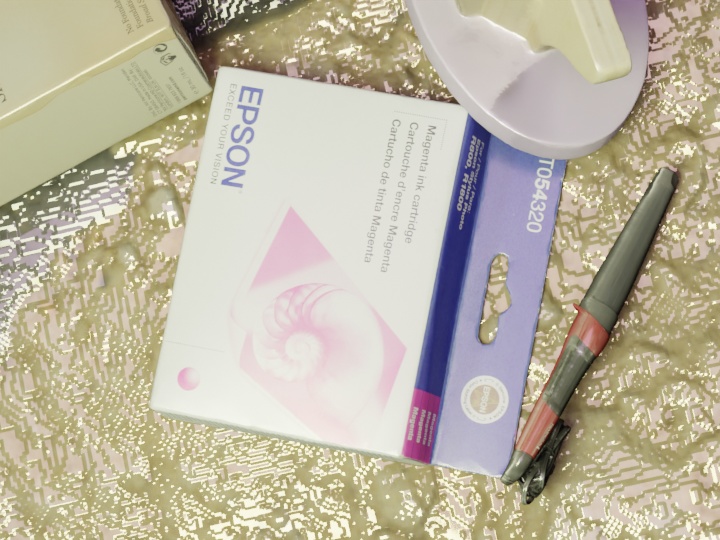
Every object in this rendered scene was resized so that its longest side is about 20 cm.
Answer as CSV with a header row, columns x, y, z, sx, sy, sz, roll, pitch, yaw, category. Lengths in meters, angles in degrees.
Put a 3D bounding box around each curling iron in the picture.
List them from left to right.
x,y,z,sx,sy,sz,roll,pitch,yaw,category
0.122,0.033,1.104,0.025,0.050,0.200,23,80,9,curling iron

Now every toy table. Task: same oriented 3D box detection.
x,y,z,sx,sy,sz,roll,pitch,yaw,category
0.091,-0.169,1.081,0.183,0.117,0.200,-28,77,-13,toy table

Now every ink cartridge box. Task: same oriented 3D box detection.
x,y,z,sx,sy,sz,roll,pitch,yaw,category
0.000,0.000,1.123,0.199,0.043,0.197,9,83,10,ink cartridge box

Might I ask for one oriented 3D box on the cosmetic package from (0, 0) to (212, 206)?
x,y,z,sx,sy,sz,roll,pitch,yaw,category
-0.195,-0.106,1.136,0.200,0.073,0.104,-28,59,1,cosmetic package
